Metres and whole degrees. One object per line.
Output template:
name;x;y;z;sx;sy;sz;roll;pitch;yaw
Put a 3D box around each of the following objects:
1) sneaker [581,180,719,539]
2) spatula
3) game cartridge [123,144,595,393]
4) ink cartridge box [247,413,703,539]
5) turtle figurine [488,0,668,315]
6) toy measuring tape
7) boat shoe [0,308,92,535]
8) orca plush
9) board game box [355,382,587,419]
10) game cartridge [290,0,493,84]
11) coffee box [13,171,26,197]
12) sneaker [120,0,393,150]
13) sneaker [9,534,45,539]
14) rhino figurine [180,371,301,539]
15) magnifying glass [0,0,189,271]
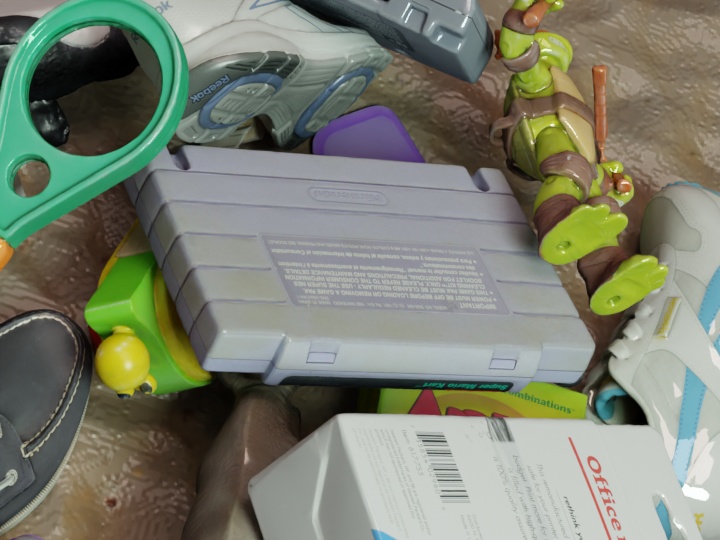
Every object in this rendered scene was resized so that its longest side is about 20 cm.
sneaker;0.152;0.041;1.320;0.080;0.077;0.201;7;56;-13
spatula;0.045;-0.010;1.326;0.056;0.021;0.200;-20;50;-29
game cartridge;0.000;0.000;1.240;0.199;0.038;0.130;3;47;-30
ink cartridge box;0.060;0.127;1.156;0.199;0.068;0.117;5;57;-42
turtle figurine;0.093;-0.069;1.306;0.064;0.200;0.162;-18;50;7
toy measuring tape;-0.077;0.002;1.276;0.073;0.074;0.200;29;37;-1
boat shoe;-0.176;0.082;1.180;0.072;0.063;0.200;36;54;4
orca plush;-0.151;-0.099;1.319;0.199;0.072;0.105;-17;21;-39
board game box;0.039;0.137;1.235;0.101;0.048;0.201;17;56;-9
game cartridge;-0.029;-0.151;1.317;0.199;0.133;0.041;26;85;8
coffee box;-0.256;-0.031;1.180;0.199;0.079;0.115;-31;113;-32
sneaker;-0.049;-0.111;1.291;0.087;0.074;0.200;53;16;15
sneaker;-0.169;0.180;1.120;0.088;0.081;0.200;39;49;13
rhino figurine;-0.044;0.106;1.189;0.059;0.088;0.201;-5;42;10
magnifying glass;-0.148;-0.034;1.180;0.079;0.022;0.201;33;83;15
